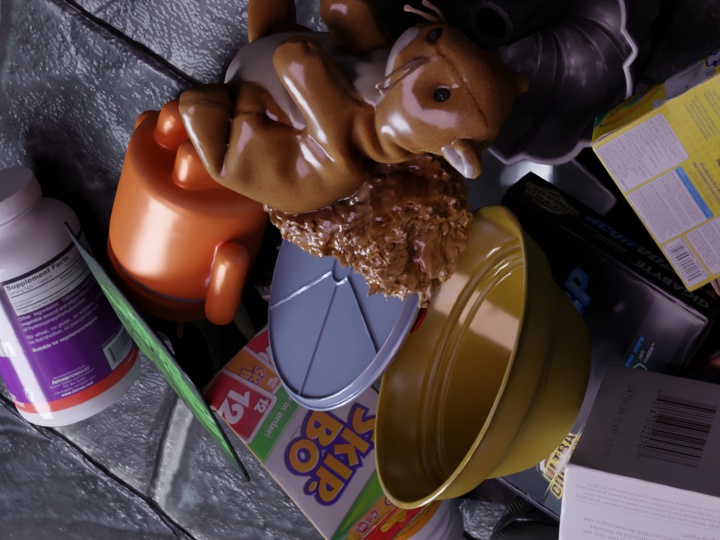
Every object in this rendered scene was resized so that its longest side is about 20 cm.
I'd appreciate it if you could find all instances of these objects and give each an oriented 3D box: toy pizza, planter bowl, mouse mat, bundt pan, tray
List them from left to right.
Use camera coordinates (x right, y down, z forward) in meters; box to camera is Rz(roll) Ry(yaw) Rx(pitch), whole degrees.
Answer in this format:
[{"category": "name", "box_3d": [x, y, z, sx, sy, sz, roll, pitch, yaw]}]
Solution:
[{"category": "mouse mat", "box_3d": [-0.155, 0.062, 1.648, 0.200, 0.008, 0.161, 46, 167, 35]}, {"category": "toy pizza", "box_3d": [0.000, 0.000, 1.479, 0.032, 0.201, 0.200, 18, 150, -30]}, {"category": "tray", "box_3d": [0.079, -0.091, 1.465, 0.200, 0.022, 0.107, 42, 139, 4]}, {"category": "planter bowl", "box_3d": [0.089, 0.066, 1.377, 0.083, 0.201, 0.200, 20, 144, -20]}, {"category": "bundt pan", "box_3d": [0.098, -0.168, 1.341, 0.201, 0.076, 0.202, 22, 134, 25]}]

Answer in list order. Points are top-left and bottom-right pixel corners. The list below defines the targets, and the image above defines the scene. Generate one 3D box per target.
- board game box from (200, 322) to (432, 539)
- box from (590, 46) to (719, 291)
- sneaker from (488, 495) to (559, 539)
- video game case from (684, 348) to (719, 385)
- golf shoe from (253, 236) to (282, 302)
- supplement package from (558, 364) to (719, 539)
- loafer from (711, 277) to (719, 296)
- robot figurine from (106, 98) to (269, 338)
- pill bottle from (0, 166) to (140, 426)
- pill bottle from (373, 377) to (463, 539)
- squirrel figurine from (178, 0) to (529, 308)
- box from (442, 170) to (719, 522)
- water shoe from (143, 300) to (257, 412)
[{"category": "board game box", "box_3d": [-0.025, 0.113, 1.518, 0.200, 0.096, 0.030, 45, 179, 37]}, {"category": "box", "box_3d": [0.248, -0.084, 1.257, 0.200, 0.048, 0.117, -28, 110, 24]}, {"category": "sneaker", "box_3d": [0.191, 0.189, 1.573, 0.199, 0.114, 0.076, -5, 118, 11]}, {"category": "video game case", "box_3d": [0.287, 0.096, 1.382, 0.143, 0.017, 0.200, 40, 163, 0]}, {"category": "golf shoe", "box_3d": [0.016, 0.007, 1.574, 0.200, 0.077, 0.088, -6, 134, 50]}, {"category": "supplement package", "box_3d": [0.192, 0.181, 1.386, 0.117, 0.117, 0.201, 11, 124, 15]}, {"category": "loafer", "box_3d": [0.262, 0.022, 1.372, 0.200, 0.072, 0.063, 49, 146, -9]}, {"category": "robot figurine", "box_3d": [-0.126, -0.044, 1.607, 0.144, 0.117, 0.200, 30, 137, 10]}, {"category": "pill bottle", "box_3d": [-0.264, 0.020, 1.777, 0.112, 0.112, 0.201, 0, 123, 40]}, {"category": "pill bottle", "box_3d": [0.003, 0.148, 1.634, 0.111, 0.111, 0.200, 8, 146, 36]}, {"category": "squirrel figurine", "box_3d": [0.015, -0.082, 1.342, 0.186, 0.142, 0.201, 0, 126, 27]}, {"category": "box", "box_3d": [0.133, 0.057, 1.455, 0.159, 0.046, 0.200, 34, 124, 14]}, {"category": "water shoe", "box_3d": [-0.103, 0.092, 1.726, 0.071, 0.079, 0.200, -24, 106, 48]}]
